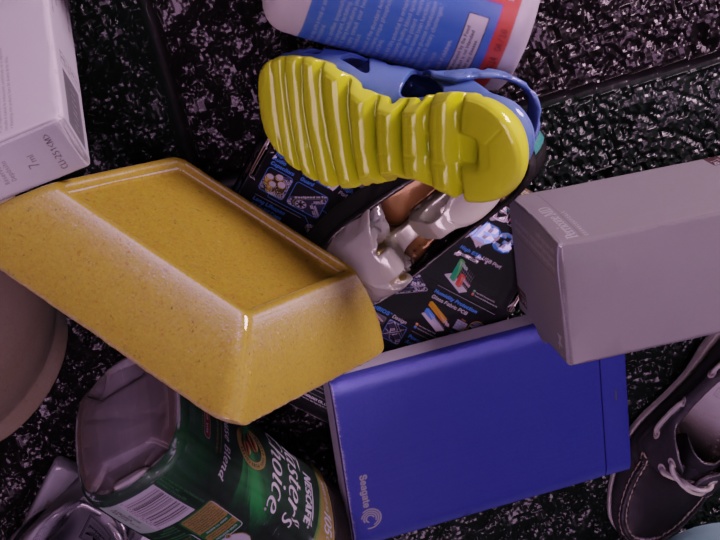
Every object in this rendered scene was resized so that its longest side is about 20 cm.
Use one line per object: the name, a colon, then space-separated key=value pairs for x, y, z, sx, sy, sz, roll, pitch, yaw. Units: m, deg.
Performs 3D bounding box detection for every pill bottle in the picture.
pill bottle: x=0.005 y=-0.187 z=1.055 sx=0.199 sy=0.112 sz=0.113 roll=14 pitch=107 yaw=-8

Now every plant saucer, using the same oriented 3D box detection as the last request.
plant saucer: x=-0.095 y=-0.004 z=1.010 sx=0.199 sy=0.200 sz=0.049 roll=32 pitch=111 yaw=16

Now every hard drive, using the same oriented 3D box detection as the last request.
hard drive: x=0.080 y=0.099 z=1.154 sx=0.199 sy=0.025 sz=0.133 roll=-14 pitch=120 yaw=-11

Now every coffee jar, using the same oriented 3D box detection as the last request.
coffee jar: x=-0.085 y=0.140 z=1.089 sx=0.085 sy=0.105 sz=0.200 roll=-30 pitch=133 yaw=17

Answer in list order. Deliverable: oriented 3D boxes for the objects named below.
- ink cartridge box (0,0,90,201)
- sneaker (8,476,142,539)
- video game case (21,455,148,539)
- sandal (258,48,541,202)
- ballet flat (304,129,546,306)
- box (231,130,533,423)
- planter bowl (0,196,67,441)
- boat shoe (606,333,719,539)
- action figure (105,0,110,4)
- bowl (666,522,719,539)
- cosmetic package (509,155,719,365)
ink cartridge box: x=-0.253 y=-0.105 z=1.028 sx=0.173 sy=0.201 sz=0.044 roll=-22 pitch=135 yaw=5
sneaker: x=-0.155 y=0.153 z=1.139 sx=0.200 sy=0.115 sz=0.075 roll=-45 pitch=99 yaw=-6
video game case: x=-0.174 y=0.253 z=1.236 sx=0.181 sy=0.024 sz=0.201 roll=26 pitch=104 yaw=-11
sandal: x=0.027 y=-0.090 z=1.040 sx=0.199 sy=0.087 sz=0.080 roll=18 pitch=120 yaw=30
ballet flat: x=0.029 y=-0.029 z=1.082 sx=0.200 sy=0.068 sz=0.068 roll=-39 pitch=105 yaw=10
box: x=0.000 y=0.000 z=1.150 sx=0.199 sy=0.050 sz=0.199 roll=27 pitch=104 yaw=-10
planter bowl: x=-0.267 y=0.031 z=1.088 sx=0.200 sy=0.201 sz=0.135 roll=-38 pitch=133 yaw=10
boat shoe: x=0.232 y=0.115 z=1.183 sx=0.074 sy=0.060 sz=0.200 roll=30 pitch=112 yaw=-10
action figure: x=-0.132 y=-0.264 z=1.033 sx=0.118 sy=0.102 sz=0.201 roll=19 pitch=115 yaw=-15
bowl: x=0.256 y=0.256 z=1.213 sx=0.199 sy=0.105 sz=0.202 roll=-2 pitch=110 yaw=-4
cosmetic package: x=0.201 y=-0.013 z=1.087 sx=0.199 sy=0.107 sz=0.091 roll=-10 pitch=110 yaw=-12
